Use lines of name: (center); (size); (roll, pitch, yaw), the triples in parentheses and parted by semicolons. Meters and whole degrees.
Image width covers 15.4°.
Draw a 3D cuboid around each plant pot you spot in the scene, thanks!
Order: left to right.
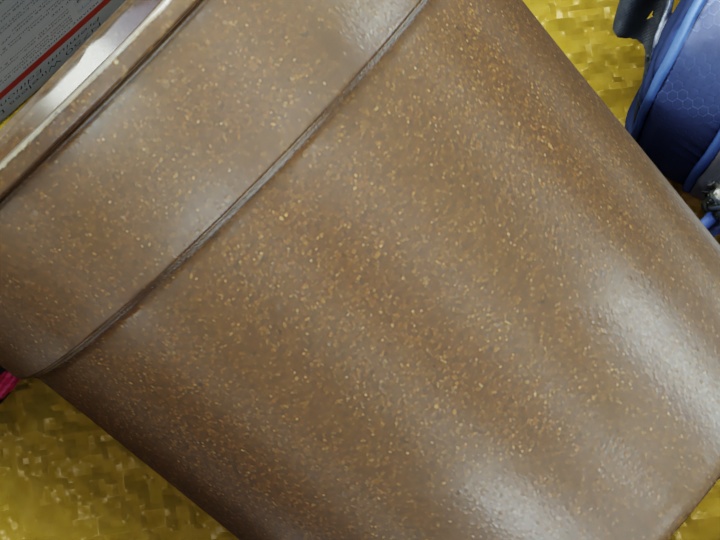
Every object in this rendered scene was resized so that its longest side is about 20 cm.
plant pot: (0.000, 0.000, 0.753); (0.200, 0.200, 0.198); (-46, 100, -7)

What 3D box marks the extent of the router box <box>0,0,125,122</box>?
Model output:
router box: (-0.121, -0.088, 0.775); (0.200, 0.180, 0.049); (-43, 84, -7)

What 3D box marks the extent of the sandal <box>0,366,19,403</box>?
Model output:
sandal: (-0.127, 0.013, 0.826); (0.200, 0.045, 0.075); (-42, 85, -6)

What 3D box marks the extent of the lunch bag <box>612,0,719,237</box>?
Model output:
lunch bag: (0.156, -0.091, 0.797); (0.132, 0.136, 0.201); (29, 83, 5)
